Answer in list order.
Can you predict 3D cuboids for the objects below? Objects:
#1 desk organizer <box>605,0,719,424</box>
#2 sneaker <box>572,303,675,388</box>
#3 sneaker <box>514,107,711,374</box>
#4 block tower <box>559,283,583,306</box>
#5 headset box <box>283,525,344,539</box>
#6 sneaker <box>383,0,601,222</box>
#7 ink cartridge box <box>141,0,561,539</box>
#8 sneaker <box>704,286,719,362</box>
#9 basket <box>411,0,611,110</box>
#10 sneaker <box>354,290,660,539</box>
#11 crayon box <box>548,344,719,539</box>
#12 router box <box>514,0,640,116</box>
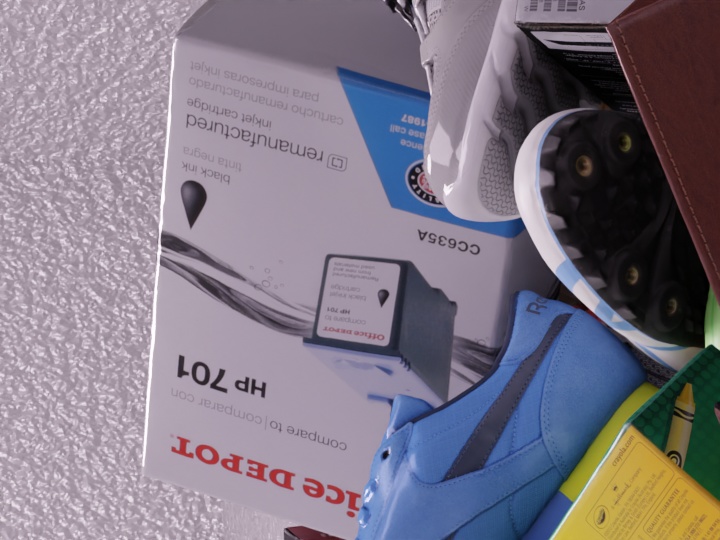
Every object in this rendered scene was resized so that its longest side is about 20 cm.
[{"bbox_3d":[0.133,0.002,0.797,0.072,0.077,0.200,-144,30,-78],"label":"desk organizer"},{"bbox_3d":[0.117,0.052,1.161,0.200,0.078,0.082,137,129,-79],"label":"sneaker"},{"bbox_3d":[0.100,-0.003,0.958,0.200,0.072,0.072,30,-109,-54],"label":"sneaker"},{"bbox_3d":[0.051,0.040,1.252,0.058,0.200,0.054,28,127,41],"label":"block tower"},{"bbox_3d":[0.048,0.187,1.241,0.075,0.199,0.149,174,95,-83],"label":"headset box"},{"bbox_3d":[0.039,-0.100,0.970,0.075,0.082,0.200,59,-148,-49],"label":"sneaker"},{"bbox_3d":[0.000,0.000,1.087,0.086,0.146,0.200,-48,-30,-57],"label":"ink cartridge box"},{"bbox_3d":[0.164,-0.047,0.904,0.084,0.077,0.201,4,93,53],"label":"sneaker"},{"bbox_3d":[0.067,-0.122,1.218,0.149,0.142,0.200,90,176,-47],"label":"basket"},{"bbox_3d":[0.023,0.097,0.980,0.200,0.078,0.066,-52,-11,0],"label":"sneaker"},{"bbox_3d":[0.108,0.135,0.934,0.058,0.119,0.200,-38,-17,-44],"label":"crayon box"},{"bbox_3d":[0.108,-0.158,0.946,0.149,0.051,0.201,28,-113,-65],"label":"router box"}]
